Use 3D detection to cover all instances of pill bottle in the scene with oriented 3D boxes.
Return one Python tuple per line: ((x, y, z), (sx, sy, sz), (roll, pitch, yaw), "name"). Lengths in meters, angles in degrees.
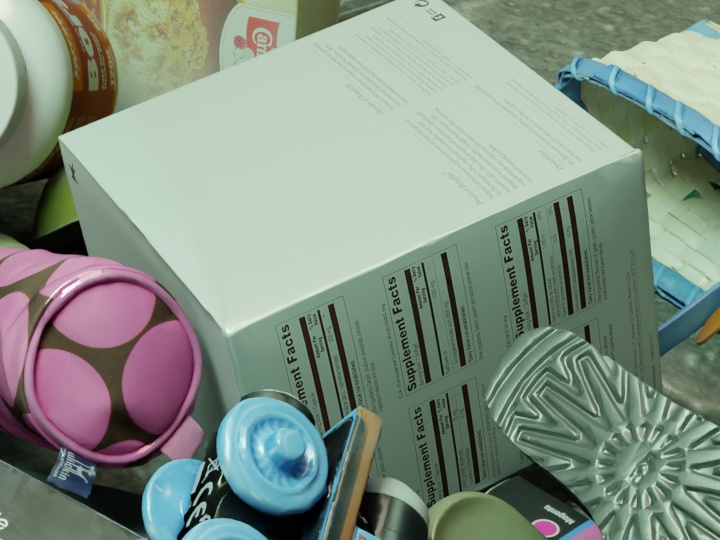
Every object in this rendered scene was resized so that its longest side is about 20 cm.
((-0.195, -0.097, 1.078), (0.112, 0.113, 0.200), (7, 6, 3), "pill bottle")

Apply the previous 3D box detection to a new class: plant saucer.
((-0.088, -0.070, 1.112), (0.199, 0.031, 0.200), (-24, 5, 2), "plant saucer")

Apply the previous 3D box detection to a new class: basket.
((0.157, -0.034, 1.102), (0.200, 0.139, 0.176), (-26, 40, -20), "basket")

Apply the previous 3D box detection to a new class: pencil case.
((-0.146, 0.039, 0.919), (0.091, 0.094, 0.200), (-57, 29, -13), "pencil case")

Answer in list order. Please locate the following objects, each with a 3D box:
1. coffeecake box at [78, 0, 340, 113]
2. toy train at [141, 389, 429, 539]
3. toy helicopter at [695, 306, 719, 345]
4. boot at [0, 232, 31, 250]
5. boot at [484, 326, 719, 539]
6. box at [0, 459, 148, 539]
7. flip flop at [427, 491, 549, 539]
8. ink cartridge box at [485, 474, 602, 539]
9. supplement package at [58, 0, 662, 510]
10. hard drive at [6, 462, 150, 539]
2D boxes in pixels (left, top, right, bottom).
((-0.116, -0.155, 1.247), (0.199, 0.154, 0.073), (15, 32, 17), "coffeecake box")
((-0.032, 0.137, 0.752), (0.114, 0.087, 0.200), (33, 47, -18), "toy train")
((0.240, 0.005, 0.979), (0.132, 0.201, 0.079), (20, 24, 6), "toy helicopter")
((-0.276, -0.010, 1.051), (0.199, 0.072, 0.155), (-8, 33, -35), "boot")
((0.149, 0.112, 0.832), (0.066, 0.200, 0.165), (-43, 52, 4), "boot")
((-0.176, 0.150, 0.776), (0.143, 0.036, 0.200), (25, 49, 22), "box")
((0.106, 0.152, 0.808), (0.200, 0.058, 0.081), (42, 42, 12), "flip flop")
((0.034, 0.153, 0.859), (0.095, 0.037, 0.200), (29, 39, 34), "ink cartridge box")
((0.000, 0.000, 0.961), (0.199, 0.147, 0.191), (-24, 38, -17), "supplement package")
((-0.158, 0.130, 0.867), (0.199, 0.033, 0.140), (12, 31, 11), "hard drive")
